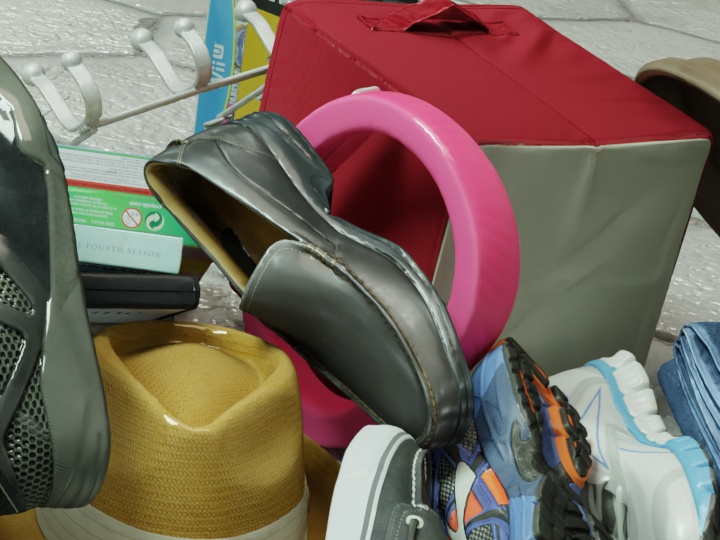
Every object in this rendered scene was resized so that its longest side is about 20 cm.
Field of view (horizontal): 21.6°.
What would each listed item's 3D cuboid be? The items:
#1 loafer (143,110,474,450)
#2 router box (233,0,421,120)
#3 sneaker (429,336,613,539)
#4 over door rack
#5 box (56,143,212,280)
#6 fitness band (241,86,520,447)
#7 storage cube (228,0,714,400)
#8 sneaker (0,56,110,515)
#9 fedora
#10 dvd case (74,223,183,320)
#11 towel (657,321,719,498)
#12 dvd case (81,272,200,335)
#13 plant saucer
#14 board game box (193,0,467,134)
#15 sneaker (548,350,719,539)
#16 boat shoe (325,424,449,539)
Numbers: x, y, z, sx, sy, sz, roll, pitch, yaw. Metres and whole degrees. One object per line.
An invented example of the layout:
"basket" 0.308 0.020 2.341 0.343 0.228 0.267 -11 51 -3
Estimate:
"loafer" -0.026 0.009 0.851 0.072 0.073 0.200 -14 48 -38
"router box" 0.013 -0.096 1.218 0.199 0.159 0.052 20 22 26
"sneaker" 0.064 0.119 0.812 0.075 0.078 0.201 42 23 -25
"over door rack" -0.122 -0.098 1.088 0.147 0.067 0.200 -20 -10 -24
"box" -0.136 -0.024 1.008 0.116 0.049 0.200 7 -11 -9
"fitness band" 0.000 0.000 0.907 0.037 0.200 0.145 -11 66 -39
"storage cube" 0.053 -0.032 1.019 0.170 0.202 0.180 -4 30 -34
"sneaker" -0.172 0.000 0.745 0.113 0.201 0.076 -3 -17 -32
"fedora" -0.078 0.074 0.828 0.198 0.083 0.201 8 21 -3
"dvd case" -0.162 -0.002 0.948 0.144 0.022 0.200 7 -10 -6
"towel" 0.218 0.103 0.861 0.111 0.049 0.201 2 41 -24
"dvd case" -0.172 0.019 0.897 0.141 0.018 0.200 2 -7 -22
"plant saucer" 0.223 -0.039 1.007 0.029 0.201 0.200 -40 35 -6
"board game box" -0.010 -0.126 1.302 0.198 0.149 0.064 17 23 18
"sneaker" 0.110 0.102 0.888 0.086 0.076 0.200 -5 18 -8
"boat shoe" 0.014 0.131 0.730 0.056 0.069 0.201 1 31 9
